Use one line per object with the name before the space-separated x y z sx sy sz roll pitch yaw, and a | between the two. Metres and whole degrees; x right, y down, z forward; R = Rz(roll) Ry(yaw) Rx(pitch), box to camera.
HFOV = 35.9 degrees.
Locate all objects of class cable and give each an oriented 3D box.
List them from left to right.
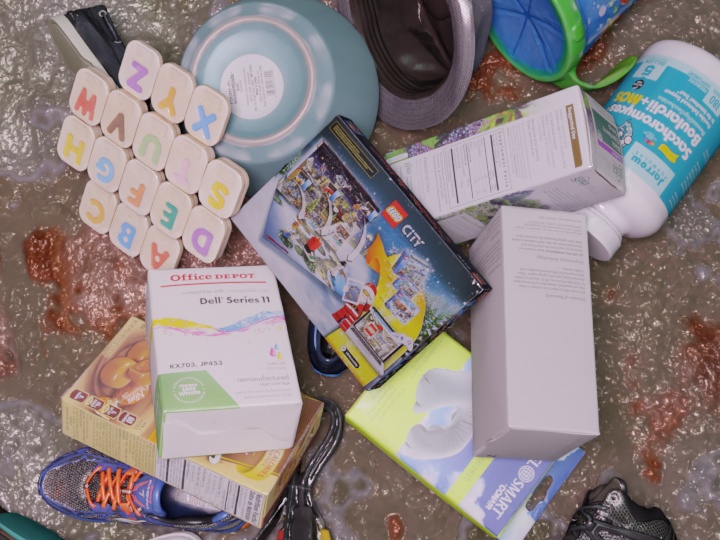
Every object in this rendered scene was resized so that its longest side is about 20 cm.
cable | -0.057 0.220 1.025 0.097 0.050 0.201 -4 68 13

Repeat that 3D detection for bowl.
bowl | -0.088 -0.168 1.025 0.200 0.105 0.202 0 90 7

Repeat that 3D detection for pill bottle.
pill bottle | 0.262 -0.108 1.039 0.111 0.111 0.200 36 82 5

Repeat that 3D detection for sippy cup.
sippy cup | 0.199 -0.271 1.062 0.130 0.178 0.140 -37 46 -17

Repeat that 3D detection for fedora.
fedora | 0.064 -0.241 1.054 0.090 0.177 0.201 -24 98 -37

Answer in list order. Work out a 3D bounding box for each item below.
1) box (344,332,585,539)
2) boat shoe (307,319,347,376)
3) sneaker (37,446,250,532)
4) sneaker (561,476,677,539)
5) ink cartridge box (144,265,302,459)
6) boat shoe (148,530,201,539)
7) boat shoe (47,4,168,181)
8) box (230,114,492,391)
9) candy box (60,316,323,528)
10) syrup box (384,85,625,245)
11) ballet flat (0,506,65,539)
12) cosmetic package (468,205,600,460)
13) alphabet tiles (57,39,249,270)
box | 0.098 0.151 1.026 0.200 0.048 0.122 38 82 6
boat shoe | 0.000 0.000 1.037 0.084 0.069 0.201 7 81 0
sneaker | -0.190 0.194 0.996 0.199 0.078 0.076 3 80 -1
sneaker | 0.190 0.250 0.998 0.199 0.076 0.115 -8 79 -6
ink cartridge box | -0.126 0.060 0.968 0.117 0.067 0.200 -3 45 -15
boat shoe | -0.225 0.300 0.982 0.200 0.069 0.071 -32 82 -6
boat shoe | -0.216 -0.170 1.062 0.066 0.075 0.200 -35 82 -25
box | -0.001 -0.015 0.971 0.137 0.038 0.200 -42 78 14
candy box | -0.147 0.130 0.981 0.200 0.055 0.116 23 44 11
syrup box | 0.127 -0.087 0.996 0.200 0.079 0.082 -18 67 30
ballet flat | -0.337 0.234 0.998 0.200 0.068 0.069 32 91 14
cosmetic package | 0.147 0.057 0.975 0.085 0.108 0.201 5 69 -11
alphabet tiles | -0.192 -0.097 1.009 0.200 0.015 0.196 35 121 16
